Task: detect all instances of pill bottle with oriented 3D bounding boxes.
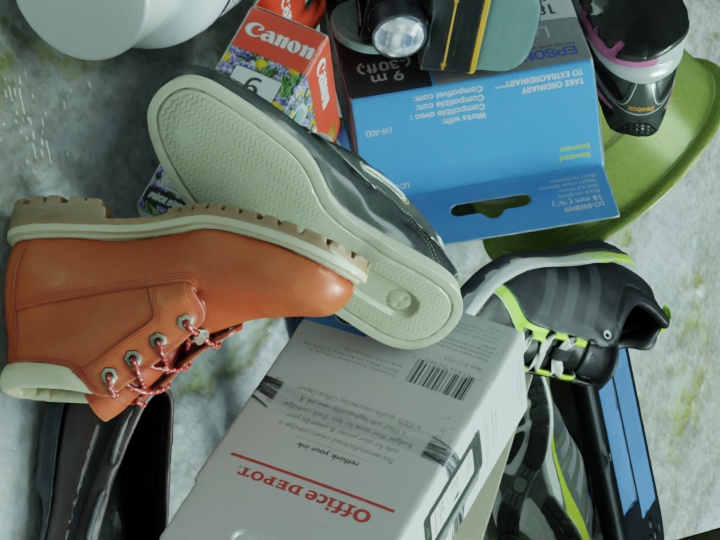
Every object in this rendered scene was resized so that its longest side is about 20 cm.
[{"bbox_3d":[-0.101,-0.185,1.257,0.200,0.111,0.111,-46,120,-53],"label":"pill bottle"}]

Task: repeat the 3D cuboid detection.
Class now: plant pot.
[{"bbox_3d":[0.107,-0.138,1.543,0.190,0.200,0.200,49,41,-22],"label":"plant pot"}]

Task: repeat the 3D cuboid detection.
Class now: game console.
[{"bbox_3d":[0.180,0.119,1.660,0.177,0.031,0.201,-26,104,-79],"label":"game console"}]

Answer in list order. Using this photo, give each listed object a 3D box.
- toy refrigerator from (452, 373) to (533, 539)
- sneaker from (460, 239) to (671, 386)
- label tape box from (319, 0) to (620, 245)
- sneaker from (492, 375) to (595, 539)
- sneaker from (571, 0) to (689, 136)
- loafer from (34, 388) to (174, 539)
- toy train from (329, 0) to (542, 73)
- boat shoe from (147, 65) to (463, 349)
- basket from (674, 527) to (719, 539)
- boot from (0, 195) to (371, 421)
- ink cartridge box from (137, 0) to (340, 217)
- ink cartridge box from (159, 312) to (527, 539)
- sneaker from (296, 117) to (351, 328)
[{"bbox_3d":[0.054,0.113,1.415,0.070,0.076,0.200,25,37,-2],"label":"toy refrigerator"},{"bbox_3d":[0.122,0.034,1.428,0.200,0.072,0.083,-19,57,-44],"label":"sneaker"},{"bbox_3d":[0.060,-0.110,1.362,0.063,0.144,0.200,85,-7,-46],"label":"label tape box"},{"bbox_3d":[0.111,0.117,1.575,0.081,0.074,0.201,-53,132,-63],"label":"sneaker"},{"bbox_3d":[0.151,-0.154,1.429,0.200,0.080,0.087,-87,179,-53],"label":"sneaker"},{"bbox_3d":[-0.125,0.149,1.170,0.072,0.063,0.201,19,66,-55],"label":"loafer"},{"bbox_3d":[0.039,-0.189,1.347,0.200,0.114,0.085,-96,-166,-48],"label":"toy train"},{"bbox_3d":[-0.029,-0.039,1.198,0.200,0.072,0.068,38,31,-25],"label":"boat shoe"},{"bbox_3d":[0.171,0.255,1.493,0.136,0.199,0.181,31,55,-51],"label":"basket"},{"bbox_3d":[-0.089,0.023,1.140,0.075,0.199,0.108,36,59,-56],"label":"boot"},{"bbox_3d":[-0.048,-0.083,1.279,0.200,0.050,0.109,-62,166,-20],"label":"ink cartridge box"},{"bbox_3d":[-0.006,0.105,1.215,0.200,0.116,0.068,-56,152,-37],"label":"ink cartridge box"},{"bbox_3d":[0.000,0.000,1.410,0.082,0.074,0.201,-20,99,-61],"label":"sneaker"}]
